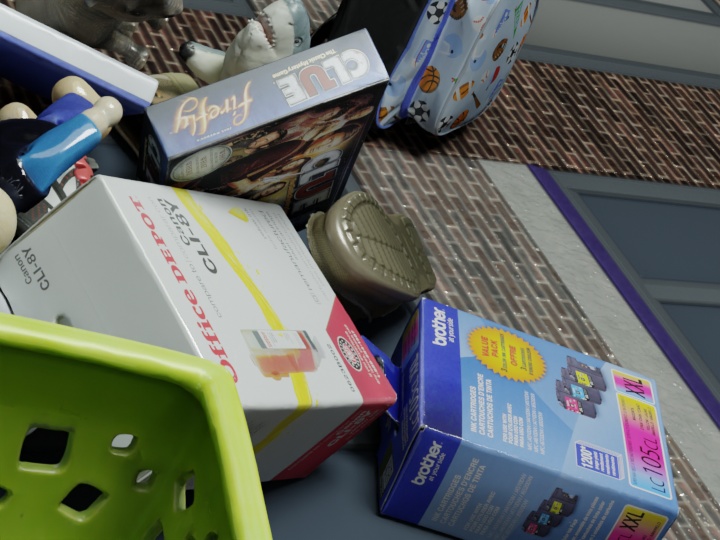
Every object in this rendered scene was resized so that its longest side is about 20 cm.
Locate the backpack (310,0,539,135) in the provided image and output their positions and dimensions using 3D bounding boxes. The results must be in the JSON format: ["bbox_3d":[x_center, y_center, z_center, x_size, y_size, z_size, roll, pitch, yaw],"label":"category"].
[{"bbox_3d":[0.059,-0.209,1.424,0.153,0.201,0.190,34,25,6],"label":"backpack"}]

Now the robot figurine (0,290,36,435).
[{"bbox_3d":[-0.242,0.058,0.866,0.168,0.114,0.200,19,28,17],"label":"robot figurine"}]

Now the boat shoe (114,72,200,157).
[{"bbox_3d":[-0.120,-0.073,1.202,0.064,0.072,0.200,-2,30,-30],"label":"boat shoe"}]

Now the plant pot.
[{"bbox_3d":[-0.157,0.149,0.723,0.198,0.183,0.200,12,33,-22],"label":"plant pot"}]

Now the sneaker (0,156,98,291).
[{"bbox_3d":[-0.202,-0.026,1.062,0.097,0.071,0.201,6,37,-32],"label":"sneaker"}]

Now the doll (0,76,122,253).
[{"bbox_3d":[-0.185,-0.057,0.949,0.049,0.135,0.200,63,13,-16],"label":"doll"}]

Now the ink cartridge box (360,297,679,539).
[{"bbox_3d":[0.085,0.101,1.078,0.198,0.077,0.137,18,32,-10],"label":"ink cartridge box"}]

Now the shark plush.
[{"bbox_3d":[-0.044,-0.116,1.245,0.091,0.083,0.200,45,-3,36],"label":"shark plush"}]

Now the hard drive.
[{"bbox_3d":[-0.245,-0.155,1.163,0.199,0.026,0.132,25,-8,-26],"label":"hard drive"}]

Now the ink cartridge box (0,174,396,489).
[{"bbox_3d":[-0.083,0.036,0.951,0.146,0.083,0.200,58,20,16],"label":"ink cartridge box"}]

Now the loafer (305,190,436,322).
[{"bbox_3d":[0.000,0.000,1.123,0.077,0.067,0.200,64,11,11],"label":"loafer"}]

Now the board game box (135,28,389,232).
[{"bbox_3d":[-0.065,-0.059,1.026,0.134,0.200,0.035,-23,75,-17],"label":"board game box"}]

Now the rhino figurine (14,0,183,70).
[{"bbox_3d":[-0.175,-0.175,1.175,0.087,0.060,0.199,28,-14,-23],"label":"rhino figurine"}]
